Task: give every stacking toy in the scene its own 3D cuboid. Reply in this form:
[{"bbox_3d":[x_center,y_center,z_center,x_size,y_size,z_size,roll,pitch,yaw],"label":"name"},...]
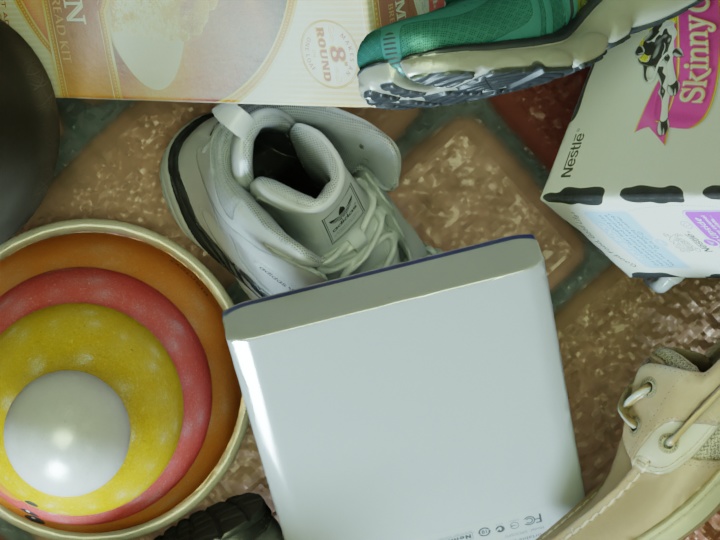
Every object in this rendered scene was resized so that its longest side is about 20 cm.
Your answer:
[{"bbox_3d":[-0.119,0.054,1.001,0.146,0.200,0.146,0,93,-1],"label":"stacking toy"}]

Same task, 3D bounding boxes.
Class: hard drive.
[{"bbox_3d":[0.026,0.082,1.038,0.132,0.025,0.200,-14,129,-1],"label":"hard drive"}]

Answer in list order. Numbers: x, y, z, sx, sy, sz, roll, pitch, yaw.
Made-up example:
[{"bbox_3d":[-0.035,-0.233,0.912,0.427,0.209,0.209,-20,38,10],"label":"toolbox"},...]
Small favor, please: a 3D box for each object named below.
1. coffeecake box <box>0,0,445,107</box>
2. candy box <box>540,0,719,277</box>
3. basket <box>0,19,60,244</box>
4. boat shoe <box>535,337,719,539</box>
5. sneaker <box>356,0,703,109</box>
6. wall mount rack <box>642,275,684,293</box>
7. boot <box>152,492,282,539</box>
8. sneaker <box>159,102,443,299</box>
[{"bbox_3d":[-0.063,-0.150,0.988,0.200,0.073,0.154,4,110,34],"label":"coffeecake box"},{"bbox_3d":[0.190,-0.084,0.978,0.072,0.200,0.168,37,66,-37],"label":"candy box"},{"bbox_3d":[-0.202,-0.051,0.933,0.180,0.200,0.136,-19,90,16],"label":"basket"},{"bbox_3d":[0.141,0.060,1.022,0.200,0.071,0.065,-41,93,7],"label":"boat shoe"},{"bbox_3d":[0.062,-0.115,0.938,0.077,0.200,0.080,-11,106,43],"label":"sneaker"},{"bbox_3d":[0.226,-0.024,1.067,0.200,0.075,0.174,39,91,-4],"label":"wall mount rack"},{"bbox_3d":[-0.082,0.202,1.084,0.200,0.070,0.132,-41,96,12],"label":"boot"},{"bbox_3d":[0.000,0.000,1.037,0.200,0.115,0.075,42,76,-2],"label":"sneaker"}]
